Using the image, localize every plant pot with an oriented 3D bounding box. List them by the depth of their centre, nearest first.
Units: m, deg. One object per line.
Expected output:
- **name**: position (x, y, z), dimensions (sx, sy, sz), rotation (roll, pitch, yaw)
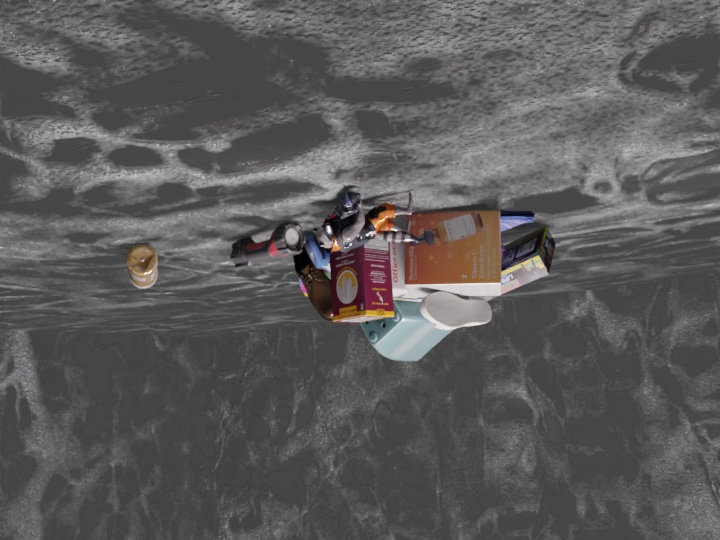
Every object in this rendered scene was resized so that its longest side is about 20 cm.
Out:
- **plant pot**: position (0.092, 0.093, 1.815), dimensions (0.198, 0.199, 0.196), rotation (-2, 145, -51)

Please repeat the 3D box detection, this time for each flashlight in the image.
- **flashlight**: position (-0.199, -0.055, 1.600), dimensions (0.197, 0.069, 0.068), rotation (-7, -154, 46)

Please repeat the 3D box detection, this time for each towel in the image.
- **towel**: position (0.281, -0.099, 1.691), dimensions (0.141, 0.025, 0.199), rotation (-1, 171, -20)

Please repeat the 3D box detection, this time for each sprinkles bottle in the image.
- **sprinkles bottle**: position (-0.490, -0.008, 1.713), dimensions (0.066, 0.070, 0.200), rotation (-2, 171, -16)

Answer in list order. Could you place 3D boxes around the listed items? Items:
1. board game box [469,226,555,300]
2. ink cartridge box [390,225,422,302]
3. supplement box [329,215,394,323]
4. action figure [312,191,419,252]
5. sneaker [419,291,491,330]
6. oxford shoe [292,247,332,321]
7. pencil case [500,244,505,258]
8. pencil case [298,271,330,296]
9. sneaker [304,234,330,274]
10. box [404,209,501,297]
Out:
- **board game box**: position (0.357, -0.011, 1.802), dimensions (0.197, 0.057, 0.166), rotation (-26, -166, 30)
- **ink cartridge box**: position (0.112, -0.013, 1.687), dimensions (0.196, 0.150, 0.087), rotation (6, 163, -34)
- **supplement box**: position (0.000, 0.000, 1.577), dimensions (0.084, 0.206, 0.109), rotation (4, 168, -42)
- **action figure**: position (0.008, -0.083, 1.390), dimensions (0.188, 0.108, 0.200), rotation (-14, 174, -3)
- **sneaker**: position (0.171, 0.094, 1.598), dimensions (0.197, 0.076, 0.114), rotation (10, 162, -40)
- **oxford shoe**: position (-0.108, 0.026, 1.728), dimensions (0.072, 0.203, 0.084), rotation (-34, 160, 12)
- **pencil case**: position (0.256, -0.035, 1.816), dimensions (0.085, 0.090, 0.199), rotation (0, 179, -26)
- **pencil case**: position (-0.077, 0.014, 2.053), dimensions (0.196, 0.091, 0.088), rotation (-7, 171, 31)
- **sneaker**: position (-0.063, -0.043, 1.713), dimensions (0.081, 0.075, 0.199), rotation (-31, 155, 16)
- **box**: position (0.191, -0.033, 1.564), dimensions (0.194, 0.157, 0.106), rotation (-2, 166, 10)
